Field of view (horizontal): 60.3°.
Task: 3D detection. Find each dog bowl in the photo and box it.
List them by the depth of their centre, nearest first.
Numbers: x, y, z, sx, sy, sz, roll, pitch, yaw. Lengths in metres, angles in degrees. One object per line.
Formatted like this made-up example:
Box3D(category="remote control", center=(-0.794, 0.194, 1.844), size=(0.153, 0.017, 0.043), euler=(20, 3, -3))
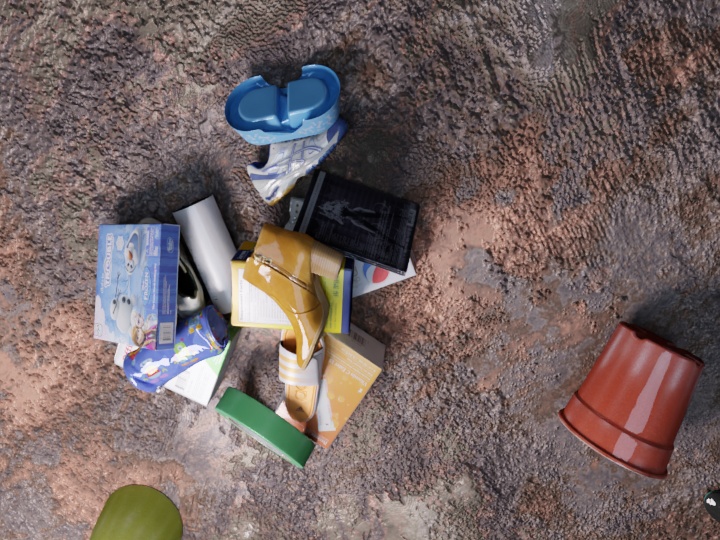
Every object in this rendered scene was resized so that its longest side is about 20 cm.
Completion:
Box3D(category="dog bowl", center=(-0.122, -0.266, 1.011), size=(0.194, 0.050, 0.115), euler=(-9, 63, 8))

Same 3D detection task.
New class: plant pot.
Box3D(category="plant pot", center=(0.471, 0.209, 1.058), size=(0.196, 0.201, 0.200), euler=(23, 101, -2))
Box3D(category="plant pot", center=(-0.488, 0.587, 1.271), size=(0.181, 0.201, 0.193), euler=(2, 109, 5))

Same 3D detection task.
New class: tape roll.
Box3D(category="tape roll", center=(-0.177, 0.292, 1.151), size=(0.198, 0.200, 0.049), euler=(35, 70, -5))

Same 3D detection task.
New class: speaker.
Box3D(category="speaker", center=(-0.261, -0.029, 1.112), size=(0.079, 0.081, 0.205), euler=(-19, 104, 12))

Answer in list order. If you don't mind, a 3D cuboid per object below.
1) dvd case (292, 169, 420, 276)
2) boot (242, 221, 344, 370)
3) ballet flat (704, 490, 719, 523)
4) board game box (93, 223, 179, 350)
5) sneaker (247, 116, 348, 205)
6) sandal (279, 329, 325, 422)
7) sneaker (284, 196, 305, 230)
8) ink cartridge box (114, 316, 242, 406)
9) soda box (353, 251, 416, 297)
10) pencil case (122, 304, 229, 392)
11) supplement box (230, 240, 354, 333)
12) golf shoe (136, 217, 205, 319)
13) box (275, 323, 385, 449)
Box3D(category="dvd case", center=(-0.004, -0.082, 1.036), size=(0.194, 0.152, 0.016), euler=(18, 144, -4))
Box3D(category="boot", center=(-0.114, 0.039, 0.942), size=(0.140, 0.071, 0.207), euler=(17, 106, 3))
Box3D(category="ballet flat", center=(0.747, 0.490, 1.172), size=(0.197, 0.069, 0.069), euler=(31, 109, -4))
Box3D(category="board game box", center=(-0.388, 0.024, 1.066), size=(0.195, 0.043, 0.207), euler=(2, 89, 39))
Box3D(category="sneaker", center=(-0.110, -0.201, 1.043), size=(0.198, 0.075, 0.089), euler=(-38, 100, 15))
Box3D(category="sandal", center=(-0.101, 0.188, 1.061), size=(0.077, 0.060, 0.213), euler=(4, 116, 4))
Box3D(category="sneaker", center=(-0.124, -0.069, 1.096), size=(0.194, 0.074, 0.119), euler=(-11, 98, 7))
Box3D(category="ink cartridge box", center=(-0.344, 0.139, 1.172), size=(0.196, 0.084, 0.149), euler=(25, 108, -2))
Box3D(category="soda box", center=(0.000, 0.000, 1.101), size=(0.195, 0.064, 0.070), euler=(-20, 105, 12))
Box3D(category="pencil case", center=(-0.319, 0.142, 1.085), size=(0.197, 0.078, 0.088), euler=(-30, 95, 12))
Box3D(category="supplement box", center=(-0.108, 0.025, 1.024), size=(0.193, 0.110, 0.112), euler=(4, 109, 0))
Box3D(category="golf shoe", center=(-0.332, -0.017, 1.095), size=(0.077, 0.097, 0.203), euler=(-31, 84, -26))
Box3D(category="box", center=(-0.056, 0.204, 1.154), size=(0.123, 0.098, 0.203), euler=(31, 109, -4))
